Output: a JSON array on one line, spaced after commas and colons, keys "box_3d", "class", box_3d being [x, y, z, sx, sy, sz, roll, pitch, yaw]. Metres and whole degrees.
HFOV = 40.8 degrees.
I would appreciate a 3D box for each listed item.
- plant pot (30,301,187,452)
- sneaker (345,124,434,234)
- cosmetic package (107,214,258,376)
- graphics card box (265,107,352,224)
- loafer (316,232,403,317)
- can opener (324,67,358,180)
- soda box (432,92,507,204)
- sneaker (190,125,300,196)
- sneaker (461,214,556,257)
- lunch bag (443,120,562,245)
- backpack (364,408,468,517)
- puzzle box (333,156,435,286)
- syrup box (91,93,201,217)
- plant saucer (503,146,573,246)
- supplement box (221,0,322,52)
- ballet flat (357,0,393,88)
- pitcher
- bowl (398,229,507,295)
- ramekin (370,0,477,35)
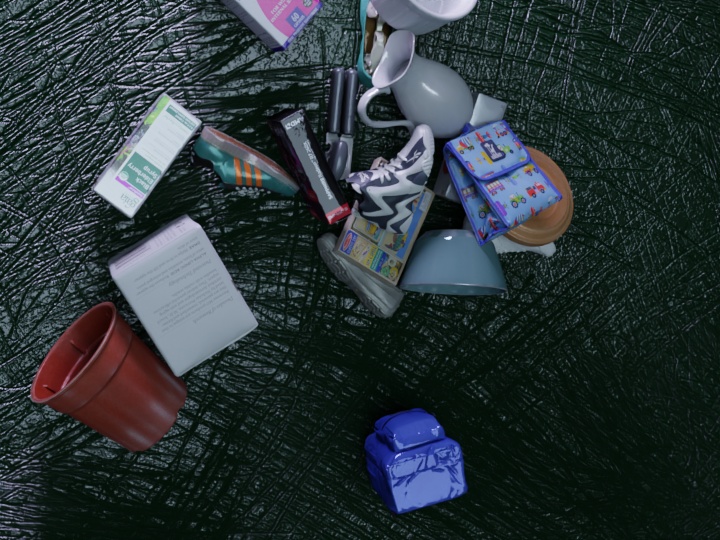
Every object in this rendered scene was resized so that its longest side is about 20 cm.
[{"box_3d": [-0.410, 0.192, 1.627, 0.201, 0.201, 0.195, -47, 118, -4], "class": "plant pot"}, {"box_3d": [0.044, -0.169, 1.688, 0.129, 0.080, 0.200, 12, 116, -16], "class": "sneaker"}, {"box_3d": [-0.303, 0.038, 1.636, 0.164, 0.165, 0.201, -32, 109, -10], "class": "cosmetic package"}, {"box_3d": [-0.091, -0.183, 1.683, 0.051, 0.125, 0.201, -28, 108, -10], "class": "graphics card box"}, {"box_3d": [0.000, 0.000, 1.781, 0.200, 0.070, 0.070, 48, 67, -18], "class": "loafer"}, {"box_3d": [-0.030, -0.258, 1.723, 0.052, 0.066, 0.202, 2, 94, -25], "class": "can opener"}, {"box_3d": [0.202, -0.225, 1.796, 0.063, 0.068, 0.202, 16, 95, -20], "class": "soda box"}, {"box_3d": [-0.203, -0.171, 1.685, 0.199, 0.071, 0.080, 29, 104, -21], "class": "sneaker"}, {"box_3d": [0.278, -0.063, 1.855, 0.199, 0.078, 0.100, 26, 98, -11], "class": "sneaker"}, {"box_3d": [0.237, -0.171, 1.718, 0.150, 0.094, 0.201, -27, 85, -33], "class": "lunch bag"}, {"box_3d": [0.097, 0.344, 1.801, 0.161, 0.200, 0.169, -8, 93, -14], "class": "backpack"}, {"box_3d": [0.045, -0.089, 1.762, 0.133, 0.025, 0.201, 30, 71, -20], "class": "puzzle box"}, {"box_3d": [-0.359, -0.192, 1.621, 0.079, 0.081, 0.201, 37, 86, -19], "class": "syrup box"}, {"box_3d": [0.315, -0.144, 1.818, 0.199, 0.032, 0.202, 8, 68, -21], "class": "plant saucer"}, {"box_3d": [-0.175, -0.473, 1.617, 0.200, 0.103, 0.101, 41, 87, -18], "class": "supplement box"}, {"box_3d": [0.034, -0.423, 1.707, 0.067, 0.070, 0.202, 2, 99, -17], "class": "ballet flat"}, {"box_3d": [0.097, -0.298, 1.708, 0.200, 0.121, 0.172, 32, 97, -41], "class": "pitcher"}, {"box_3d": [0.170, -0.016, 1.772, 0.199, 0.201, 0.106, 4, 84, -18], "class": "bowl"}, {"box_3d": [0.100, -0.506, 1.664, 0.199, 0.097, 0.202, 10, 73, -33], "class": "ramekin"}]
